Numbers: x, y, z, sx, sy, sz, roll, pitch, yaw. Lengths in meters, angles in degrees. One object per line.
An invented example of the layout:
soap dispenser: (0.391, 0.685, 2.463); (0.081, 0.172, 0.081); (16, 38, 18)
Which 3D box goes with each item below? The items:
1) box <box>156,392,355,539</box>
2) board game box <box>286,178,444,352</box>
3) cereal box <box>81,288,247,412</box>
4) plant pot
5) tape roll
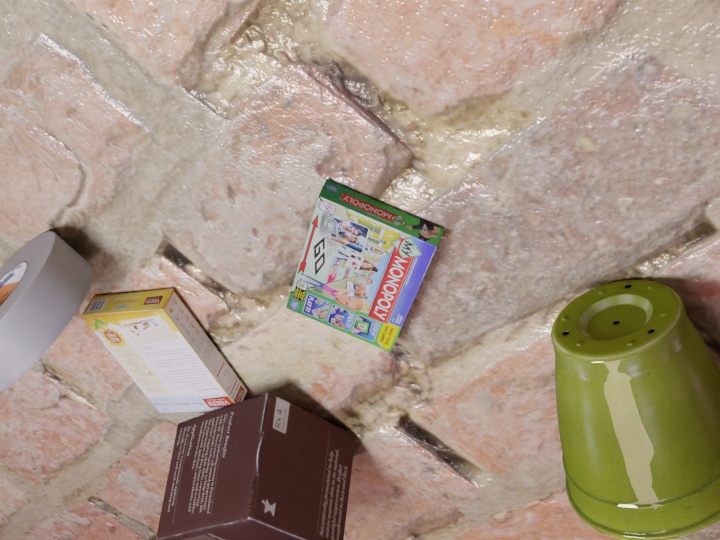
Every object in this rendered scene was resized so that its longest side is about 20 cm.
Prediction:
box: (-0.137, 0.284, 1.437); (0.198, 0.168, 0.163); (-21, 140, 41)
board game box: (0.000, 0.000, 1.187); (0.133, 0.029, 0.201); (23, 141, 3)
cereal box: (-0.254, 0.110, 1.427); (0.142, 0.040, 0.201); (-5, 133, 30)
plant pot: (0.275, 0.123, 1.078); (0.198, 0.201, 0.195); (-5, 121, 31)
tape roll: (-0.412, 0.050, 1.312); (0.199, 0.202, 0.066); (-22, 123, 42)
